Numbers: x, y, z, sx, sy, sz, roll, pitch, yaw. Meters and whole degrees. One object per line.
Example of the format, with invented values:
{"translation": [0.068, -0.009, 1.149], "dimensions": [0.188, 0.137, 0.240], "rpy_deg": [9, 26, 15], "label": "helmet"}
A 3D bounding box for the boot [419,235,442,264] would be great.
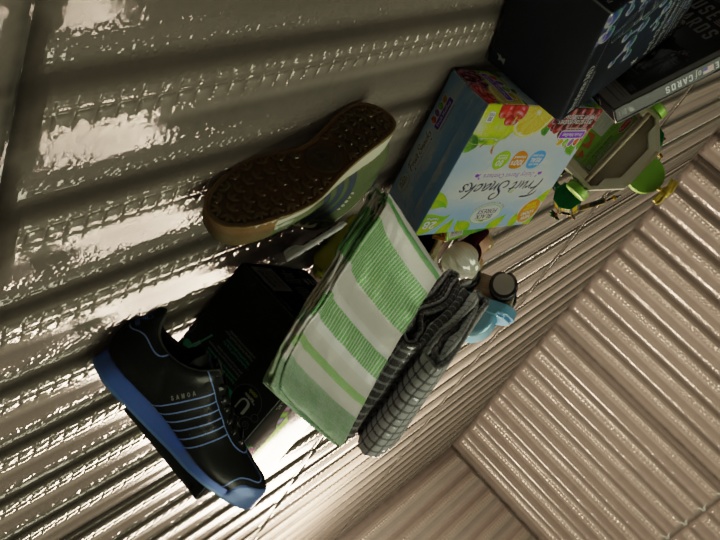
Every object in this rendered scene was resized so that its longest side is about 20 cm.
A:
{"translation": [0.035, 0.027, 1.101], "dimensions": [0.200, 0.072, 0.155], "rpy_deg": [-47, 165, -19], "label": "boot"}

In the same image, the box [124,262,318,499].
{"translation": [-0.108, 0.109, 0.876], "dimensions": [0.200, 0.124, 0.148], "rpy_deg": [-50, 161, 12], "label": "box"}

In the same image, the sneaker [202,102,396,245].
{"translation": [-0.047, -0.060, 0.722], "dimensions": [0.200, 0.067, 0.090], "rpy_deg": [-37, 156, -33], "label": "sneaker"}

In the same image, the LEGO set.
{"translation": [0.318, -0.162, 1.199], "dimensions": [0.200, 0.154, 0.116], "rpy_deg": [-43, 163, 4], "label": "LEGO set"}

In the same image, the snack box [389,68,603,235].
{"translation": [0.146, -0.127, 0.937], "dimensions": [0.199, 0.068, 0.169], "rpy_deg": [-6, 137, -41], "label": "snack box"}

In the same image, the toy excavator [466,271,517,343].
{"translation": [0.153, 0.087, 1.434], "dimensions": [0.100, 0.193, 0.202], "rpy_deg": [67, 42, -72], "label": "toy excavator"}

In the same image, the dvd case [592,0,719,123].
{"translation": [0.332, -0.252, 0.946], "dimensions": [0.199, 0.151, 0.025], "rpy_deg": [-27, 134, 3], "label": "dvd case"}

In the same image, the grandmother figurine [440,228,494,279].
{"translation": [0.150, -0.019, 1.231], "dimensions": [0.200, 0.060, 0.122], "rpy_deg": [-15, 125, -76], "label": "grandmother figurine"}

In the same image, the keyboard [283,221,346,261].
{"translation": [-0.043, -0.026, 0.770], "dimensions": [0.056, 0.011, 0.200], "rpy_deg": [-27, -176, -4], "label": "keyboard"}

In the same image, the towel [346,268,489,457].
{"translation": [0.059, 0.099, 0.993], "dimensions": [0.166, 0.085, 0.200], "rpy_deg": [-60, 171, 32], "label": "towel"}

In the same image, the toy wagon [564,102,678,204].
{"translation": [0.320, -0.163, 1.108], "dimensions": [0.155, 0.200, 0.040], "rpy_deg": [-46, 177, 6], "label": "toy wagon"}

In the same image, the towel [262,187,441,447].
{"translation": [0.000, 0.047, 0.783], "dimensions": [0.201, 0.023, 0.153], "rpy_deg": [-60, 143, -16], "label": "towel"}

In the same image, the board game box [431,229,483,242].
{"translation": [0.153, -0.099, 1.098], "dimensions": [0.199, 0.030, 0.097], "rpy_deg": [-16, 117, -54], "label": "board game box"}

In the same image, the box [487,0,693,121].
{"translation": [0.242, -0.271, 0.843], "dimensions": [0.199, 0.107, 0.149], "rpy_deg": [-37, 162, -22], "label": "box"}

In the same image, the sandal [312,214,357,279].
{"translation": [0.000, 0.000, 0.903], "dimensions": [0.080, 0.087, 0.200], "rpy_deg": [-48, 179, 2], "label": "sandal"}

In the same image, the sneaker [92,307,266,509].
{"translation": [-0.137, 0.121, 0.749], "dimensions": [0.078, 0.200, 0.070], "rpy_deg": [-41, -160, -1], "label": "sneaker"}
